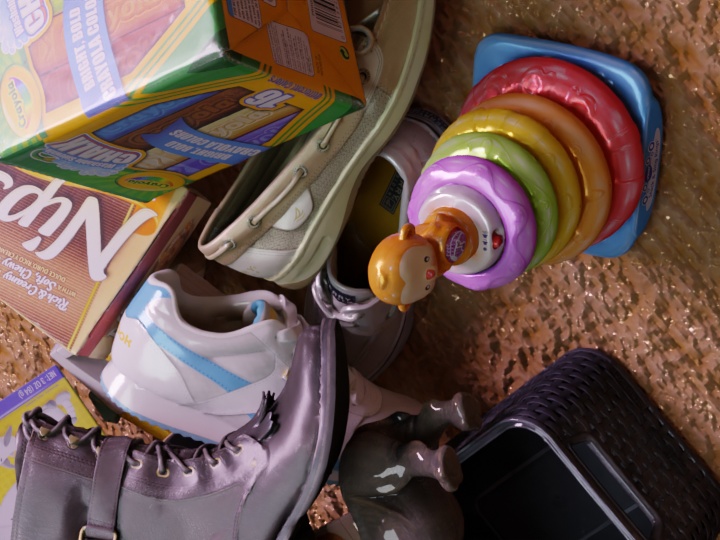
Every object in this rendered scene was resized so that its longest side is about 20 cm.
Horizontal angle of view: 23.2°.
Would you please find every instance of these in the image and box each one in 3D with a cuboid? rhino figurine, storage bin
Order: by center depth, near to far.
[{"bbox_3d":[0.042,0.170,0.960,0.087,0.060,0.201,-12,95,38],"label":"rhino figurine"},{"bbox_3d":[0.097,0.155,1.026,0.135,0.094,0.200,50,130,3],"label":"storage bin"}]

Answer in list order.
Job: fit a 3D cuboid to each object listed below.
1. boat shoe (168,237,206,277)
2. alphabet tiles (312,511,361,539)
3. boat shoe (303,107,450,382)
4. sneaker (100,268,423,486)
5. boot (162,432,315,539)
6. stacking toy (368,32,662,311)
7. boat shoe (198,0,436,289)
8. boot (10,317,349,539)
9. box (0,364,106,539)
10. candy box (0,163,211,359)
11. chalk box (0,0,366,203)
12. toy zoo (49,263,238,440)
[{"bbox_3d":[-0.192,0.004,1.160,0.199,0.074,0.069,13,115,29],"label":"boat shoe"},{"bbox_3d":[0.013,0.227,1.057,0.200,0.008,0.167,-32,93,42],"label":"alphabet tiles"},{"bbox_3d":[0.000,0.000,1.026,0.071,0.070,0.200,35,128,15],"label":"boat shoe"},{"bbox_3d":[-0.043,0.063,1.007,0.199,0.077,0.081,18,111,-13],"label":"sneaker"},{"bbox_3d":[-0.080,0.195,1.057,0.138,0.077,0.200,-34,91,46],"label":"boot"},{"bbox_3d":[0.064,-0.034,0.878,0.109,0.200,0.117,18,122,27],"label":"stacking toy"},{"bbox_3d":[-0.022,-0.088,0.955,0.201,0.063,0.073,-63,29,16],"label":"boat shoe"},{"bbox_3d":[-0.104,0.106,0.951,0.173,0.069,0.201,15,91,6],"label":"boot"},{"bbox_3d":[-0.188,0.175,1.132,0.200,0.117,0.048,52,165,14],"label":"box"},{"bbox_3d":[-0.202,-0.051,1.030,0.200,0.055,0.116,35,92,11],"label":"candy box"},{"bbox_3d":[-0.119,-0.118,0.922,0.199,0.124,0.125,-21,70,29],"label":"chalk box"},{"bbox_3d":[-0.115,0.067,1.122,0.131,0.021,0.200,38,146,-18],"label":"toy zoo"}]
